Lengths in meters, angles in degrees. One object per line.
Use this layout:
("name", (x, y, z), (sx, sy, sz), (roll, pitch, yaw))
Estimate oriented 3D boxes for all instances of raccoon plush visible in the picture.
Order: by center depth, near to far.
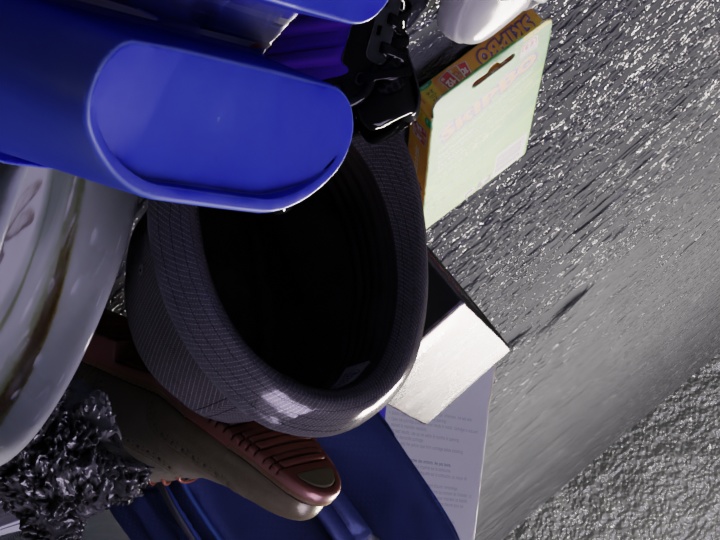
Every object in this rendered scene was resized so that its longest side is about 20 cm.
("raccoon plush", (-0.190, 0.080, 0.900), (0.097, 0.135, 0.199), (-40, 168, 36))

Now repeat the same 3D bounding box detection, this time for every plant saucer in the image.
("plant saucer", (-0.145, -0.018, 0.830), (0.200, 0.050, 0.202), (19, 90, -84))

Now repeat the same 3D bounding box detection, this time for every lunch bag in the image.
("lunch bag", (-0.045, 0.130, 1.116), (0.136, 0.201, 0.132), (-42, -168, -31))

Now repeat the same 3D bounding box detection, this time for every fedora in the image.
("fedora", (-0.053, -0.005, 0.963), (0.176, 0.202, 0.090), (25, 144, -37))

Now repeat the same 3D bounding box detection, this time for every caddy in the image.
("caddy", (-0.077, -0.099, 0.721), (0.199, 0.104, 0.143), (6, 103, -57))

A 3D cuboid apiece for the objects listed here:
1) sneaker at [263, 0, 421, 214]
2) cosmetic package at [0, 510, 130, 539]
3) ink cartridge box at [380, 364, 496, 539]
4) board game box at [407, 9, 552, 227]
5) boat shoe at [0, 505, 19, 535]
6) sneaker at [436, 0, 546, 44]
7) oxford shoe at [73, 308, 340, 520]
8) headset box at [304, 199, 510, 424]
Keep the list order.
("sneaker", (-0.003, -0.109, 0.871), (0.201, 0.099, 0.070), (-52, 164, -1))
("cosmetic package", (-0.175, 0.241, 1.268), (0.198, 0.200, 0.123), (-29, 162, -34))
("ink cartridge box", (0.001, 0.133, 1.273), (0.197, 0.202, 0.043), (13, 173, -41))
("board game box", (0.072, -0.096, 1.247), (0.095, 0.030, 0.200), (-37, 167, -13))
("boat shoe", (-0.196, 0.106, 1.117), (0.199, 0.070, 0.066), (-18, 156, -37))
("sneaker", (0.127, -0.180, 1.044), (0.200, 0.085, 0.073), (-44, 165, 18))
("oxford shoe", (-0.096, 0.086, 1.014), (0.071, 0.199, 0.074), (4, 111, -57))
("headset box", (0.000, 0.000, 1.116), (0.077, 0.149, 0.200), (-41, 164, 2))
